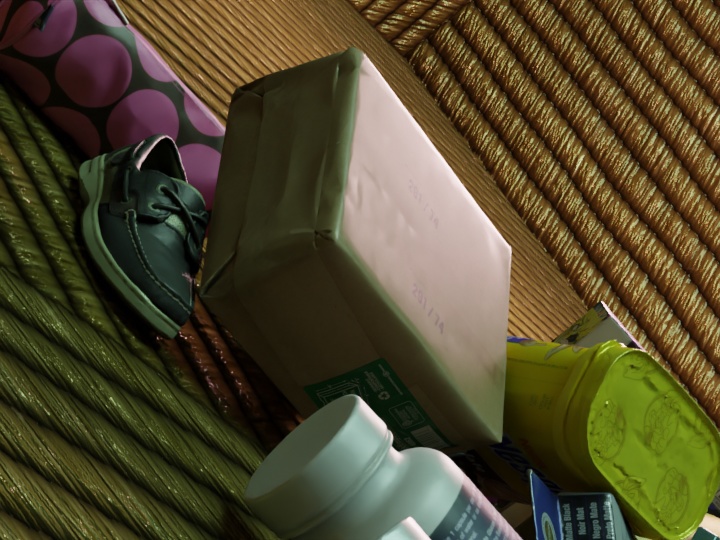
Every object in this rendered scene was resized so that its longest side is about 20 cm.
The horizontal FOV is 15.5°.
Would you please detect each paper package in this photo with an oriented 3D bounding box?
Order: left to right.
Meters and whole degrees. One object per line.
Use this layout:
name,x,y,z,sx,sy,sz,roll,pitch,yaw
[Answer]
paper package,0.000,0.000,1.632,0.200,0.103,0.191,51,30,-34

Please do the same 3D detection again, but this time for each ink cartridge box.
ink cartridge box,0.157,0.243,1.612,0.200,0.041,0.200,54,27,-55

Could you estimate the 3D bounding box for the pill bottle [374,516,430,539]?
pill bottle,0.054,0.221,1.265,0.200,0.112,0.112,51,8,7

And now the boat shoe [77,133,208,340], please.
boat shoe,-0.125,-0.030,1.585,0.072,0.066,0.201,47,9,-27

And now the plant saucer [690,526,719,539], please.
plant saucer,0.220,0.266,1.834,0.070,0.019,0.200,56,45,-19

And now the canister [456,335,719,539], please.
canister,0.116,0.101,1.719,0.200,0.087,0.149,8,-28,45

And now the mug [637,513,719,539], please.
mug,0.189,0.211,1.930,0.153,0.149,0.187,29,47,-45

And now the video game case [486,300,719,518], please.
video game case,0.177,0.151,2.017,0.200,0.181,0.036,48,8,-22

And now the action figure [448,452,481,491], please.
action figure,0.075,0.181,1.684,0.200,0.069,0.130,54,2,3

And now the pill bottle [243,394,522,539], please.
pill bottle,0.033,0.165,1.400,0.200,0.111,0.111,49,8,-12

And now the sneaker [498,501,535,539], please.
sneaker,0.163,0.171,1.803,0.067,0.200,0.090,16,38,-49

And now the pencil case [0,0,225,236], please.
pencil case,-0.150,-0.110,1.720,0.200,0.094,0.091,47,8,-27
